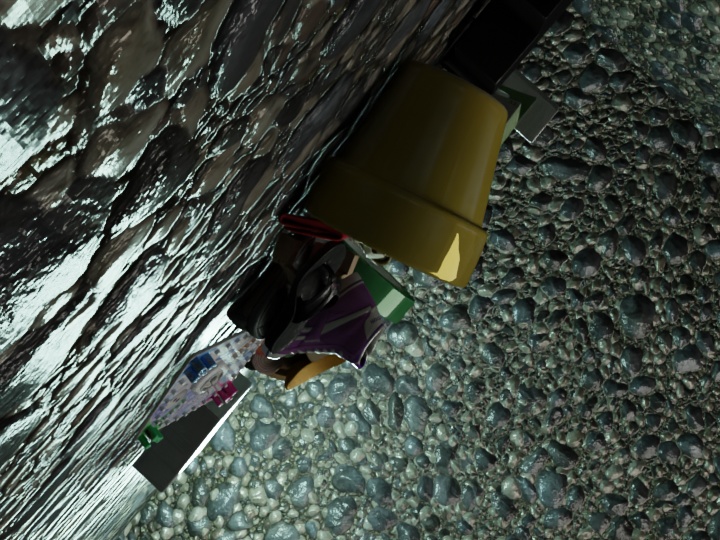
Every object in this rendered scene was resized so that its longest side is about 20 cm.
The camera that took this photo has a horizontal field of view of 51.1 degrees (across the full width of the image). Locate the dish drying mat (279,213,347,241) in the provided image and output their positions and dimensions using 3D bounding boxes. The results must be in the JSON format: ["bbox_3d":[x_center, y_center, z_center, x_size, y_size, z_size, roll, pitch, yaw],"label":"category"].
[{"bbox_3d":[-0.046,-0.050,0.897,0.200,0.075,0.019,-39,141,-85],"label":"dish drying mat"}]

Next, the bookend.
[{"bbox_3d":[0.196,-0.333,0.971,0.201,0.092,0.199,-49,178,9],"label":"bookend"}]

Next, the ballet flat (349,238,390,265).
[{"bbox_3d":[0.011,-0.061,1.123,0.200,0.067,0.064,40,47,-61],"label":"ballet flat"}]

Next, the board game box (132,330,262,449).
[{"bbox_3d":[-0.216,0.162,1.101,0.201,0.026,0.199,-52,166,30],"label":"board game box"}]

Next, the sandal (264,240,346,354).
[{"bbox_3d":[-0.058,0.040,0.940,0.075,0.048,0.202,-28,155,-46],"label":"sandal"}]

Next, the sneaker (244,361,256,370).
[{"bbox_3d":[-0.132,0.071,1.284,0.202,0.083,0.121,-55,-178,7],"label":"sneaker"}]

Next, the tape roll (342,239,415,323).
[{"bbox_3d":[0.000,0.000,1.205,0.048,0.200,0.200,-48,179,6],"label":"tape roll"}]

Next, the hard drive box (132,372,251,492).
[{"bbox_3d":[-0.303,0.280,1.373,0.201,0.077,0.156,-50,179,19],"label":"hard drive box"}]

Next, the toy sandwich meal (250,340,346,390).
[{"bbox_3d":[-0.088,0.099,1.196,0.206,0.204,0.070,-50,-152,5],"label":"toy sandwich meal"}]

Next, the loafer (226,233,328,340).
[{"bbox_3d":[-0.105,-0.001,1.011,0.201,0.062,0.073,-54,150,-29],"label":"loafer"}]

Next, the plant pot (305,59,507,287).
[{"bbox_3d":[0.065,-0.110,0.818,0.192,0.198,0.201,-64,178,5],"label":"plant pot"}]

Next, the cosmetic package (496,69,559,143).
[{"bbox_3d":[0.294,-0.355,1.491,0.085,0.199,0.108,-51,176,23],"label":"cosmetic package"}]

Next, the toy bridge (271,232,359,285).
[{"bbox_3d":[-0.059,-0.003,0.993,0.199,0.027,0.068,13,101,-66],"label":"toy bridge"}]

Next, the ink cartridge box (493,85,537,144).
[{"bbox_3d":[0.173,-0.256,1.131,0.201,0.143,0.049,-50,157,-38],"label":"ink cartridge box"}]

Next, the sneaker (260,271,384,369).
[{"bbox_3d":[-0.052,0.102,1.052,0.199,0.116,0.072,-35,176,32],"label":"sneaker"}]
